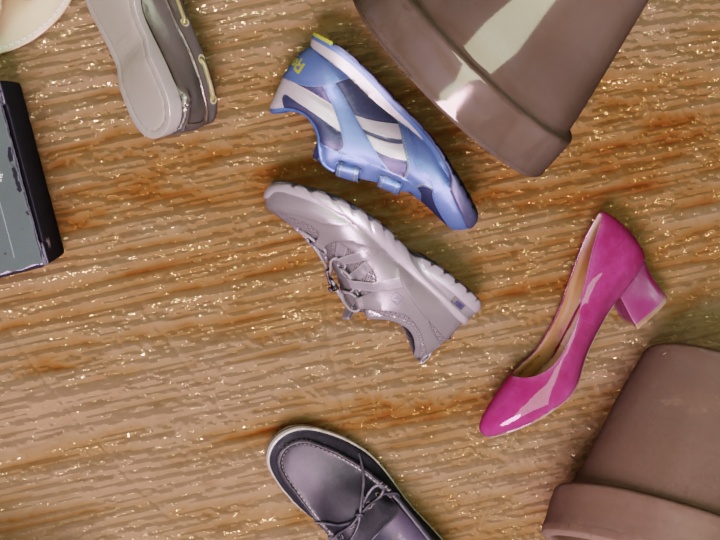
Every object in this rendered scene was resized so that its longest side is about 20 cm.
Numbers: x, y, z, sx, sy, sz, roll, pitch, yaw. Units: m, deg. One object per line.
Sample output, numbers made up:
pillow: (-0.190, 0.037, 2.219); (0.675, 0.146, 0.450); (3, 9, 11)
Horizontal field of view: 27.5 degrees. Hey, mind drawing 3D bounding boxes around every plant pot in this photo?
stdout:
plant pot: (0.123, -0.198, 1.091); (0.200, 0.200, 0.174); (44, 108, -7)
plant pot: (0.263, 0.159, 1.179); (0.199, 0.200, 0.175); (20, 75, -6)

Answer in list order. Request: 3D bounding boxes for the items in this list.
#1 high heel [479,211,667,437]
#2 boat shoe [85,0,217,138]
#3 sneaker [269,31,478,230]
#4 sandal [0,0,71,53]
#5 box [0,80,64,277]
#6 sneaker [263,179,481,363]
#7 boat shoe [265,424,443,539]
high heel: (0.157, 0.045, 1.200); (0.200, 0.067, 0.096); (-39, 107, -4)
boat shoe: (-0.169, -0.203, 1.161); (0.060, 0.072, 0.203); (-14, 84, -42)
sneaker: (0.012, -0.098, 1.180); (0.082, 0.074, 0.200); (-45, 90, 3)
sandal: (-0.320, -0.198, 1.146); (0.211, 0.070, 0.078); (-21, 97, -1)
box: (-0.347, -0.054, 1.142); (0.199, 0.104, 0.149); (-13, 96, -3)
sneaker: (0.000, 0.000, 1.185); (0.200, 0.075, 0.082); (35, 91, -7)
boat shoe: (0.004, 0.203, 1.215); (0.200, 0.062, 0.075); (44, 93, -6)
